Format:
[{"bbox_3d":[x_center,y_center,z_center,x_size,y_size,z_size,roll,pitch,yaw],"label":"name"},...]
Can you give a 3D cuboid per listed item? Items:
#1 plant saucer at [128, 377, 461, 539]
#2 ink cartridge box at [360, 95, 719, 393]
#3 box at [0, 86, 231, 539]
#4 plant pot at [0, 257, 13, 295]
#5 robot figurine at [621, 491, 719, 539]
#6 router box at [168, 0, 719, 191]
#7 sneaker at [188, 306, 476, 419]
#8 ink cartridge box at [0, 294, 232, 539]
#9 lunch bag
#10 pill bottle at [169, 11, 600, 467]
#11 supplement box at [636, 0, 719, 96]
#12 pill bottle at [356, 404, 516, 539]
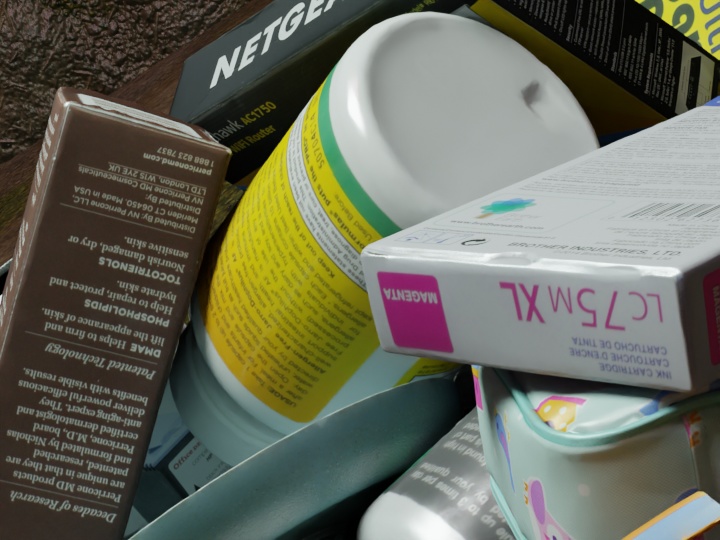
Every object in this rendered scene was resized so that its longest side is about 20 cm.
[{"bbox_3d":[-0.039,0.111,0.765,0.200,0.027,0.200,-31,-16,-10],"label":"plant saucer"},{"bbox_3d":[0.112,-0.017,0.596,0.200,0.042,0.119,-26,21,-39],"label":"ink cartridge box"},{"bbox_3d":[-0.116,0.031,0.800,0.100,0.075,0.200,-138,65,-76],"label":"box"},{"bbox_3d":[-0.188,0.113,1.112,0.200,0.200,0.177,-37,4,1],"label":"plant pot"},{"bbox_3d":[0.115,0.101,0.456,0.200,0.058,0.145,-38,54,19],"label":"robot figurine"},{"bbox_3d":[0.030,-0.072,0.835,0.200,0.149,0.051,-26,43,48],"label":"router box"},{"bbox_3d":[0.019,0.050,0.927,0.115,0.200,0.076,85,-154,-74],"label":"sneaker"},{"bbox_3d":[-0.092,0.084,0.940,0.086,0.200,0.146,-39,14,-3],"label":"ink cartridge box"},{"bbox_3d":[0.139,0.040,0.595,0.199,0.077,0.160,-11,12,-6],"label":"lunch bag"},{"bbox_3d":[0.000,0.000,0.772,0.200,0.113,0.113,-51,2,46],"label":"pill bottle"},{"bbox_3d":[0.176,-0.071,0.863,0.109,0.109,0.200,7,-27,-39],"label":"supplement box"},{"bbox_3d":[0.071,0.099,0.710,0.200,0.113,0.113,-41,16,-17],"label":"pill bottle"}]
